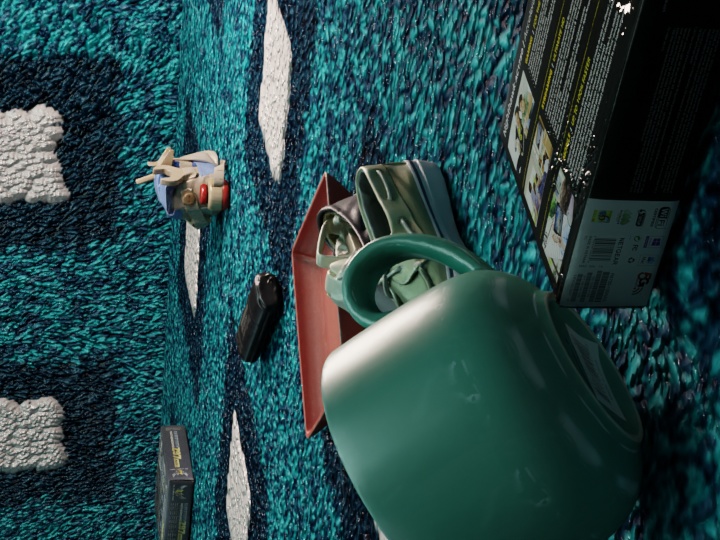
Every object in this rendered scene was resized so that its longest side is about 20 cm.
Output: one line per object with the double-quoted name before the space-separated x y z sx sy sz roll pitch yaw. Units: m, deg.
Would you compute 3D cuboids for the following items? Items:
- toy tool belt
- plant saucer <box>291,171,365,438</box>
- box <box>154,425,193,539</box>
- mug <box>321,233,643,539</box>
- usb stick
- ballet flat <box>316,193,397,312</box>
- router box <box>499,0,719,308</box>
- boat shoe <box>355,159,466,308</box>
"toy tool belt" -0.271 -0.123 2.410 0.200 0.122 0.125 -140 50 -73
"plant saucer" -0.026 0.037 1.501 0.200 0.037 0.201 119 148 -66
"box" -0.344 0.410 2.940 0.158 0.051 0.201 -109 22 -55
"mug" 0.062 0.063 0.798 0.185 0.114 0.152 55 -162 -4
"usb stick" -0.127 0.060 1.974 0.200 0.032 0.056 117 143 -64
"ballet flat" 0.000 0.000 1.305 0.200 0.073 0.073 -110 23 -56
"router box" 0.122 -0.104 0.778 0.149 0.051 0.200 -102 17 -48
"boat shoe" 0.040 -0.002 1.134 0.200 0.062 0.072 -105 19 -46
